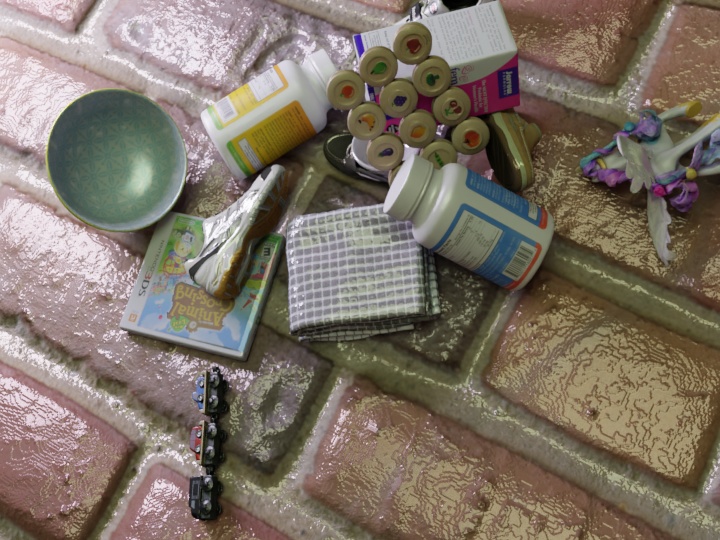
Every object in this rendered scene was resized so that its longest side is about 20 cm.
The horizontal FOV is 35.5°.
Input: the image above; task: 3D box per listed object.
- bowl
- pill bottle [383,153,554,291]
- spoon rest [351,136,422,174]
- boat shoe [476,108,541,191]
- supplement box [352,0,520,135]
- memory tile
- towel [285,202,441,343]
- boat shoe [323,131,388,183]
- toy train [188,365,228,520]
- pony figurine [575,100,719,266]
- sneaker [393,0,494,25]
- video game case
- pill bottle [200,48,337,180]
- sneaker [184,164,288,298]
[{"bbox_3d":[-0.355,-0.152,1.611,0.197,0.107,0.204,1,87,-21],"label":"bowl"},{"bbox_3d":[0.133,-0.065,1.409,0.198,0.112,0.114,28,75,-9],"label":"pill bottle"},{"bbox_3d":[0.059,-0.202,1.520,0.098,0.061,0.201,17,51,22],"label":"spoon rest"},{"bbox_3d":[0.203,-0.174,1.472,0.075,0.073,0.201,-7,39,-8],"label":"boat shoe"},{"bbox_3d":[0.100,-0.260,1.460,0.197,0.102,0.105,-15,52,1],"label":"supplement box"},{"bbox_3d":[0.061,-0.196,1.409,0.152,0.201,0.017,-31,30,12],"label":"memory tile"},{"bbox_3d":[0.000,0.000,1.479,0.196,0.086,0.168,-9,67,11],"label":"towel"},{"bbox_3d":[0.030,-0.152,1.547,0.198,0.057,0.068,25,77,23],"label":"boat shoe"},{"bbox_3d":[-0.202,0.225,1.473,0.045,0.034,0.203,-9,67,25],"label":"toy train"},{"bbox_3d":[0.380,-0.129,1.408,0.197,0.168,0.194,-23,32,9],"label":"pony figurine"},{"bbox_3d":[0.097,-0.356,1.597,0.197,0.089,0.075,-23,66,7],"label":"sneaker"},{"bbox_3d":[-0.220,0.017,1.567,0.197,0.022,0.185,12,72,19],"label":"video game case"},{"bbox_3d":[-0.116,-0.225,1.587,0.198,0.111,0.112,-31,64,1],"label":"pill bottle"},{"bbox_3d":[-0.172,-0.065,1.533,0.087,0.076,0.202,23,76,23],"label":"sneaker"}]
